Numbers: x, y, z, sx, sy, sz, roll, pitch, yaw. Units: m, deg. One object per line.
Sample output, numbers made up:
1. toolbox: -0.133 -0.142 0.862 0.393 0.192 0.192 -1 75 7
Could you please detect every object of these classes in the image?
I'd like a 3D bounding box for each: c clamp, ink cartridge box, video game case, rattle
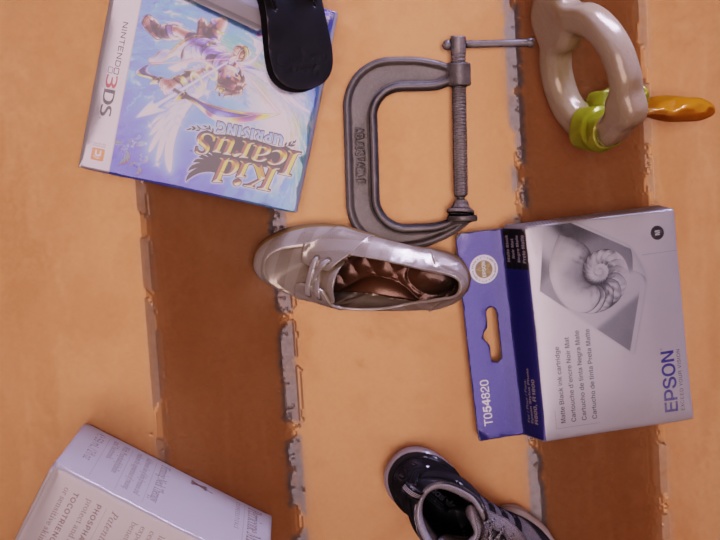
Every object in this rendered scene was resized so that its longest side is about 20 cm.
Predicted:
1. c clamp: 0.067 -0.116 1.185 0.169 0.027 0.202 4 95 -3
2. ink cartridge box: 0.196 0.051 1.193 0.198 0.041 0.201 -8 96 -6
3. video game case: -0.135 -0.160 1.163 0.198 0.045 0.183 11 95 -4
4. rattle: 0.221 -0.216 1.155 0.142 0.130 0.201 -21 78 -6

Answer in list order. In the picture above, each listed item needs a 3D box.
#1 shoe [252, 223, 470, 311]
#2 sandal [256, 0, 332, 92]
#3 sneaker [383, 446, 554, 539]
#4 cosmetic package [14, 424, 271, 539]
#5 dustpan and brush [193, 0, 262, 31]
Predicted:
1. shoe: 0.000 0.000 1.169 0.198 0.053 0.070 5 107 3
2. sandal: -0.062 -0.251 1.093 0.076 0.043 0.202 -19 94 -18
3. sneaker: 0.108 0.240 1.177 0.199 0.114 0.076 36 93 -5
4. cosmetic package: -0.200 0.263 1.139 0.199 0.167 0.167 28 93 -6
5. dustpan and brush: -0.100 -0.323 1.139 0.139 0.057 0.201 25 64 0
